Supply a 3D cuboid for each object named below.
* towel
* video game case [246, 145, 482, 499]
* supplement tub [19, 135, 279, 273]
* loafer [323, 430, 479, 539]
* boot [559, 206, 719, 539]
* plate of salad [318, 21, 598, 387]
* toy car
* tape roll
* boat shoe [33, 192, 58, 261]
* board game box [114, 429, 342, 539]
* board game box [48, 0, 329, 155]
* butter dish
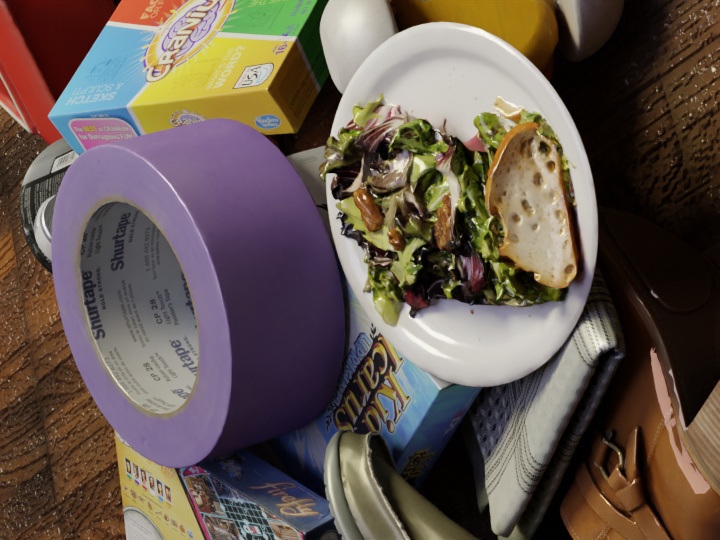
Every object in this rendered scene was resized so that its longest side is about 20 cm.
[{"bbox_3d":[0.088,0.037,1.239,0.200,0.034,0.193,108,156,-45],"label":"towel"},{"bbox_3d":[-0.020,0.057,1.326,0.181,0.045,0.200,52,140,23],"label":"video game case"},{"bbox_3d":[-0.151,-0.060,1.561,0.200,0.122,0.123,-17,74,51],"label":"supplement tub"},{"bbox_3d":[0.046,0.170,1.216,0.070,0.075,0.200,-33,70,11],"label":"loafer"},{"bbox_3d":[0.156,0.076,1.195,0.200,0.076,0.156,53,132,32],"label":"boot"},{"bbox_3d":[0.045,-0.033,1.167,0.200,0.048,0.201,15,111,43],"label":"plate of salad"},{"bbox_3d":[0.054,-0.170,1.293,0.150,0.174,0.201,85,169,-65],"label":"toy car"},{"bbox_3d":[-0.102,0.013,1.305,0.200,0.085,0.201,27,124,48],"label":"tape roll"},{"bbox_3d":[-0.123,-0.002,1.457,0.066,0.200,0.070,-41,21,52],"label":"boat shoe"},{"bbox_3d":[-0.081,0.174,1.357,0.200,0.035,0.136,27,130,43],"label":"board game box"},{"bbox_3d":[-0.099,-0.152,1.459,0.199,0.040,0.153,-4,47,37],"label":"board game box"},{"bbox_3d":[-0.248,-0.216,1.697,0.199,0.148,0.200,39,159,46],"label":"butter dish"}]
